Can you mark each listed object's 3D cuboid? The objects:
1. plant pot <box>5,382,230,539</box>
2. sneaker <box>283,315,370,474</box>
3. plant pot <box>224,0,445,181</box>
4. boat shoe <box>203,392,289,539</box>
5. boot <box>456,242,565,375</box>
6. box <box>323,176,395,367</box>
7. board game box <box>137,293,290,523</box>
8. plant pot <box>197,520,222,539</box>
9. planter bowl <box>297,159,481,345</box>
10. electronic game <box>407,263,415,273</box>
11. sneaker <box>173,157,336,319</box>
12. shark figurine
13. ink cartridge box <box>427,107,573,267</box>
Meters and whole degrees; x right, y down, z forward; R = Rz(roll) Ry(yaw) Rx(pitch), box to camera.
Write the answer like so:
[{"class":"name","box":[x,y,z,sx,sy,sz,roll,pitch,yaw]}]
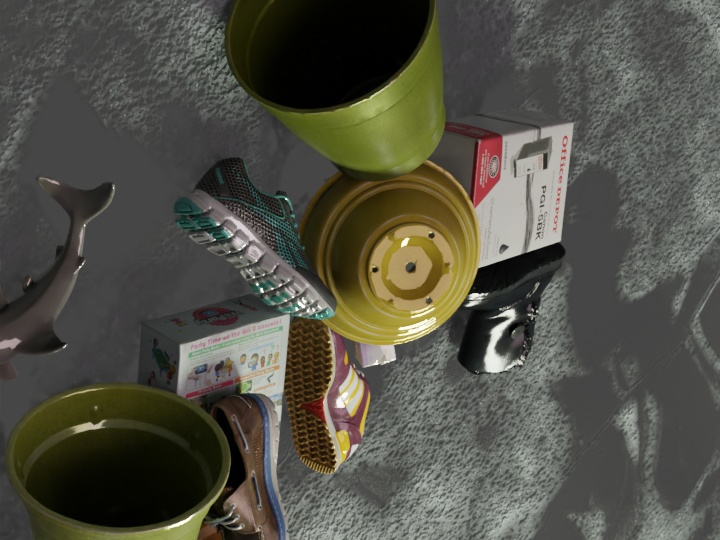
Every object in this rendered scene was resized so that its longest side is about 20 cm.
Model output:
[{"class":"plant pot","box":[-0.227,0.238,1.448,0.200,0.200,0.185,-24,136,-39]},{"class":"sneaker","box":[-0.034,0.116,1.685,0.090,0.075,0.201,-40,138,-47]},{"class":"plant pot","box":[-0.003,-0.186,1.491,0.201,0.200,0.193,-55,152,-13]},{"class":"boat shoe","box":[-0.120,0.219,1.504,0.072,0.072,0.201,4,78,-50]},{"class":"boot","box":[0.145,0.054,1.816,0.199,0.076,0.169,-18,136,-40]},{"class":"box","box":[0.000,0.000,1.625,0.038,0.041,0.201,-13,106,-11]},{"class":"board game box","box":[-0.150,0.138,1.564,0.147,0.064,0.201,-14,120,-45]},{"class":"plant pot","box":[-0.132,0.358,1.595,0.200,0.183,0.201,-23,124,-39]},{"class":"planter bowl","box":[0.040,-0.011,1.568,0.199,0.083,0.202,-4,104,-15]},{"class":"electronic game","box":[0.047,-0.045,1.710,0.199,0.042,0.201,-23,124,-39]},{"class":"sneaker","box":[-0.085,-0.032,1.516,0.200,0.077,0.091,44,61,-27]},{"class":"shark figurine","box":[-0.272,0.028,1.346,0.215,0.089,0.128,-50,138,-16]},{"class":"ink cartridge box","box":[0.146,-0.092,1.718,0.200,0.083,0.148,-17,116,-51]}]
